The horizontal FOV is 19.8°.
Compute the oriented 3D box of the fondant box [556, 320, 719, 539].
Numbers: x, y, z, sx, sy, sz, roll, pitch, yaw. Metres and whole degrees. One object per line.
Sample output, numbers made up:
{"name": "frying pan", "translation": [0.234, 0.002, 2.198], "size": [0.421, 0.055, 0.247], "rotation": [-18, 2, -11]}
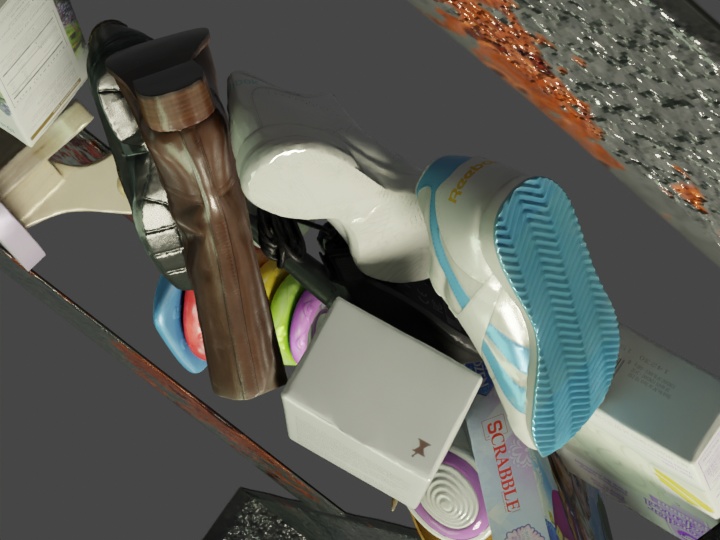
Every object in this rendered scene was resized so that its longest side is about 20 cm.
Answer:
{"name": "fondant box", "translation": [0.180, 0.103, 1.295], "size": [0.144, 0.058, 0.200], "rotation": [30, 168, 29]}

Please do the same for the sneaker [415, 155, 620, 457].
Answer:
{"name": "sneaker", "translation": [0.088, 0.018, 1.157], "size": [0.080, 0.076, 0.201], "rotation": [26, 145, 42]}

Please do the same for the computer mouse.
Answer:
{"name": "computer mouse", "translation": [-0.001, -0.010, 1.296], "size": [0.199, 0.046, 0.141], "rotation": [27, -151, -31]}

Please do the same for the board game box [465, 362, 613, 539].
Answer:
{"name": "board game box", "translation": [0.129, 0.162, 1.415], "size": [0.200, 0.041, 0.201], "rotation": [51, -158, -52]}

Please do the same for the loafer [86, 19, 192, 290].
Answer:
{"name": "loafer", "translation": [-0.134, -0.079, 1.391], "size": [0.072, 0.072, 0.201], "rotation": [-125, 18, -55]}

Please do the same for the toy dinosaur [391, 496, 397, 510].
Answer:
{"name": "toy dinosaur", "translation": [0.067, 0.136, 1.651], "size": [0.101, 0.058, 0.199], "rotation": [47, -157, 24]}

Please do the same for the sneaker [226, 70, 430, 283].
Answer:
{"name": "sneaker", "translation": [-0.005, -0.061, 1.202], "size": [0.200, 0.075, 0.089], "rotation": [31, -152, -49]}

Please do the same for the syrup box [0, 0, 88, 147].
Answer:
{"name": "syrup box", "translation": [-0.247, -0.166, 1.403], "size": [0.078, 0.082, 0.200], "rotation": [35, 168, 11]}

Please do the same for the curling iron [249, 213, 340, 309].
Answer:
{"name": "curling iron", "translation": [-0.005, 0.017, 1.379], "size": [0.199, 0.026, 0.050], "rotation": [38, 148, 22]}

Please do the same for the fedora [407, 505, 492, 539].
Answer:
{"name": "fedora", "translation": [0.123, 0.176, 1.575], "size": [0.200, 0.201, 0.082], "rotation": [40, 128, -17]}

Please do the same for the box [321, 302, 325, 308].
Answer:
{"name": "box", "translation": [0.000, 0.000, 1.447], "size": [0.039, 0.042, 0.200], "rotation": [34, 168, 6]}

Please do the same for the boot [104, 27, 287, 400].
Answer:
{"name": "boot", "translation": [-0.091, -0.033, 1.223], "size": [0.187, 0.064, 0.202], "rotation": [-105, -1, -70]}

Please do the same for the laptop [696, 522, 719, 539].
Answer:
{"name": "laptop", "translation": [0.203, 0.237, 1.322], "size": [0.103, 0.177, 0.201], "rotation": [25, 141, 53]}

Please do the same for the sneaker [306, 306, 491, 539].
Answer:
{"name": "sneaker", "translation": [0.034, 0.108, 1.444], "size": [0.201, 0.075, 0.099], "rotation": [53, -163, 16]}

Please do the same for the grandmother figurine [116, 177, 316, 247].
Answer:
{"name": "grandmother figurine", "translation": [-0.102, -0.056, 1.491], "size": [0.121, 0.061, 0.199], "rotation": [20, 177, -39]}

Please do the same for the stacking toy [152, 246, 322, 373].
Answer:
{"name": "stacking toy", "translation": [-0.053, 0.036, 1.635], "size": [0.198, 0.117, 0.110], "rotation": [14, 156, 26]}

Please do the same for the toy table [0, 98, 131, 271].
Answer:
{"name": "toy table", "translation": [-0.260, -0.087, 1.593], "size": [0.184, 0.117, 0.200], "rotation": [49, 173, -23]}

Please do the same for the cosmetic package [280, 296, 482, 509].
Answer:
{"name": "cosmetic package", "translation": [0.011, 0.086, 1.275], "size": [0.101, 0.072, 0.200], "rotation": [29, 170, 4]}
